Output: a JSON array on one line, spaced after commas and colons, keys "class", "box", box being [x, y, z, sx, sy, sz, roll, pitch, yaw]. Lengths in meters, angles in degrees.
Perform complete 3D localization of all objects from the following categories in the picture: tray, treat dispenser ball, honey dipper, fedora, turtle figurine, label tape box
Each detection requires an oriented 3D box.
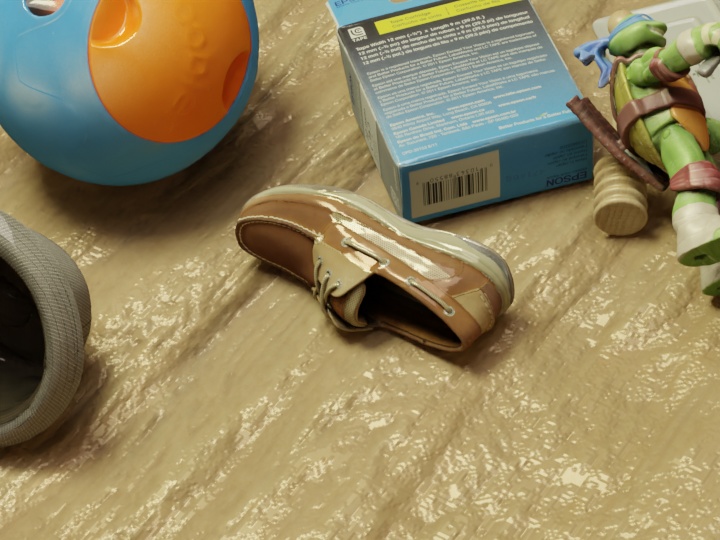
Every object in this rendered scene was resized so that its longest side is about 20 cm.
[{"class": "tray", "box": [0.248, -0.139, 1.455, 0.107, 0.022, 0.200, -15, 46, -5]}, {"class": "treat dispenser ball", "box": [-0.171, -0.160, 1.411, 0.201, 0.201, 0.201, -4, 46, 4]}, {"class": "honey dipper", "box": [0.185, -0.110, 1.420, 0.038, 0.038, 0.200, 0, 49, 8]}, {"class": "fedora", "box": [-0.255, 0.023, 1.301, 0.200, 0.177, 0.090, 9, 19, 19]}, {"class": "turtle figurine", "box": [0.247, -0.096, 1.309, 0.200, 0.144, 0.194, -3, 67, -13]}, {"class": "label tape box", "box": [0.068, -0.134, 1.448, 0.143, 0.066, 0.200, -15, 44, -7]}]

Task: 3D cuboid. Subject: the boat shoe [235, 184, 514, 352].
[{"class": "boat shoe", "box": [0.000, 0.000, 1.324, 0.200, 0.076, 0.072, 16, 53, 24]}]
